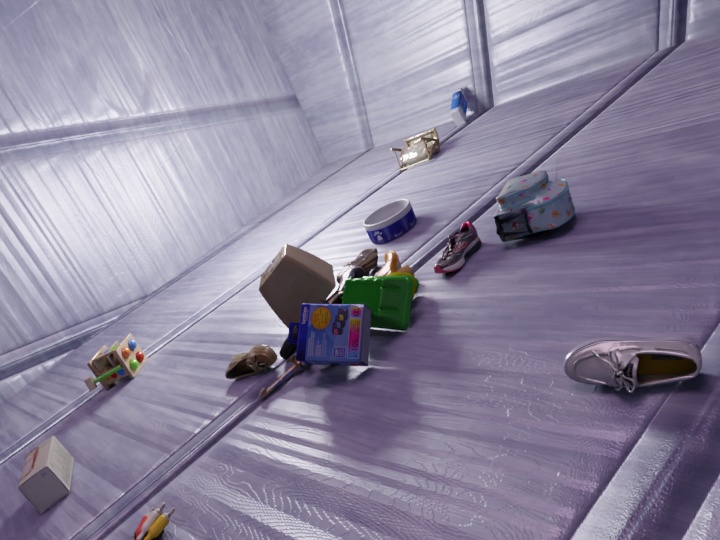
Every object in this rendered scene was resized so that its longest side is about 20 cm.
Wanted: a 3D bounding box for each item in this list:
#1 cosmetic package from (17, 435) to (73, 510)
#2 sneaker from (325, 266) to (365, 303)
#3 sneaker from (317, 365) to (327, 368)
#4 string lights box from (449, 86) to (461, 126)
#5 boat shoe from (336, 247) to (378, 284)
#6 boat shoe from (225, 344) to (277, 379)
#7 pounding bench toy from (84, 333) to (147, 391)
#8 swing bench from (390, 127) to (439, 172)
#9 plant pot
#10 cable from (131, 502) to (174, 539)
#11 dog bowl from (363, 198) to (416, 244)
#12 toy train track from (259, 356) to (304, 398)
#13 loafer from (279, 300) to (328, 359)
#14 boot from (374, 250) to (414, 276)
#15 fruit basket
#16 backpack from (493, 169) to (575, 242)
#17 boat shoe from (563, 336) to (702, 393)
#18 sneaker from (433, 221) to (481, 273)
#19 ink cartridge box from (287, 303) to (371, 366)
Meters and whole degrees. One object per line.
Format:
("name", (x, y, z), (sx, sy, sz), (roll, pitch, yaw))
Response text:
("cosmetic package", (-0.865, 0.558, 1.484), (0.086, 0.106, 0.199), (-35, 19, -18))
("sneaker", (-0.036, 0.070, 1.604), (0.201, 0.079, 0.078), (-52, 23, -25))
("sneaker", (-0.080, 0.159, 1.408), (0.076, 0.102, 0.201), (-20, 21, 21))
("string lights box", (0.572, -0.949, 3.108), (0.057, 0.103, 0.206), (-13, 49, 33))
("boat shoe", (0.000, 0.000, 1.732), (0.073, 0.075, 0.199), (-1, 28, 45))
("boat shoe", (-0.307, 0.265, 1.512), (0.197, 0.074, 0.063), (-26, 21, 40))
("pounding bench toy", (-0.911, 0.356, 1.997), (0.152, 0.127, 0.201), (-22, 20, 12))
("swing bench", (0.292, -0.625, 2.779), (0.194, 0.133, 0.200), (-13, 19, 36))
("plant pot", (-0.205, 0.039, 1.652), (0.202, 0.175, 0.201), (-51, 16, 11))
("cable", (-0.440, 0.543, 1.030), (0.095, 0.051, 0.201), (-17, 22, 30))
("dog bowl", (0.111, -0.186, 2.021), (0.195, 0.081, 0.201), (-25, 20, 9))
("toy train track", (-0.189, 0.252, 1.396), (0.199, 0.033, 0.114), (-42, 6, -16))
("loafer", (-0.147, 0.176, 1.505), (0.201, 0.070, 0.068), (-47, -9, -7))
("boot", (0.065, 0.013, 1.611), (0.141, 0.073, 0.201), (-28, 25, -9))
("fruit basket", (0.073, 0.075, 1.413), (0.207, 0.162, 0.216), (7, -8, 1))
("backpack", (0.465, -0.177, 1.434), (0.194, 0.158, 0.176), (-4, 24, 34))
("boat shoe", (0.408, 0.150, 0.817), (0.196, 0.078, 0.086), (-8, 9, 30))
("sneaker", (0.265, -0.060, 1.521), (0.079, 0.076, 0.200), (-3, 32, 48))
("ink cartridge box", (-0.077, 0.154, 1.284), (0.192, 0.076, 0.142), (-2, 72, 19))
